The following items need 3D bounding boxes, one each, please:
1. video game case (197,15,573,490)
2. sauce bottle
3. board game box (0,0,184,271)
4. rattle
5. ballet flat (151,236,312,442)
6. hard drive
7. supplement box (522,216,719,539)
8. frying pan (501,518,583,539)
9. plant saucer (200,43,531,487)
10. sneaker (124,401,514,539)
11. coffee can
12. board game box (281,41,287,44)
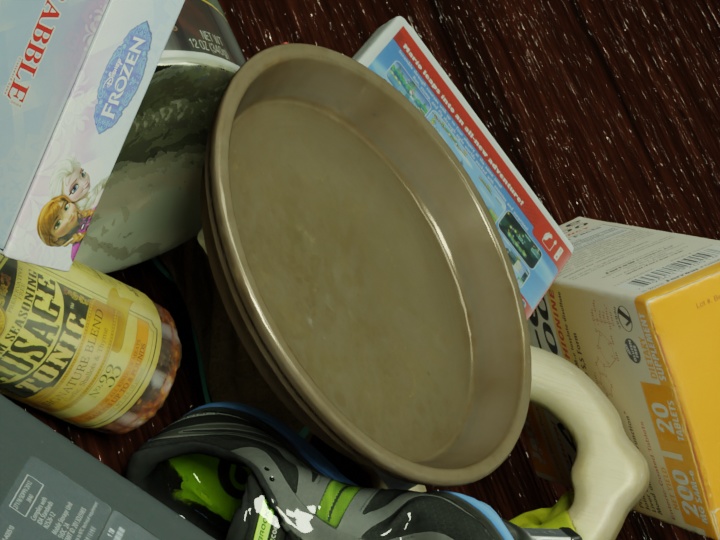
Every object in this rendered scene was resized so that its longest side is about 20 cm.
[{"bbox_3d":[0.017,-0.012,1.289,0.143,0.017,0.200,53,38,-12],"label":"video game case"},{"bbox_3d":[-0.160,0.010,1.166,0.200,0.066,0.066,25,33,-43],"label":"sauce bottle"},{"bbox_3d":[-0.152,-0.128,1.117,0.199,0.200,0.041,28,7,34],"label":"board game box"},{"bbox_3d":[0.047,0.081,1.432,0.200,0.130,0.143,32,9,16],"label":"rattle"},{"bbox_3d":[-0.058,-0.001,1.359,0.068,0.072,0.200,27,32,-49],"label":"ballet flat"},{"bbox_3d":[-0.135,0.096,1.059,0.200,0.033,0.140,35,24,-5],"label":"hard drive"},{"bbox_3d":[0.141,0.050,1.436,0.200,0.073,0.126,12,-57,68],"label":"supplement box"},{"bbox_3d":[0.071,0.133,1.294,0.115,0.190,0.031,-79,169,-75],"label":"frying pan"},{"bbox_3d":[0.000,0.000,1.212,0.200,0.029,0.200,35,41,-38],"label":"plant saucer"},{"bbox_3d":[-0.016,0.115,1.200,0.199,0.071,0.083,23,24,31],"label":"sneaker"},{"bbox_3d":[-0.140,-0.117,1.287,0.146,0.146,0.200,20,38,-51],"label":"coffee can"},{"bbox_3d":[-0.002,-0.015,1.529,0.200,0.040,0.153,47,22,-9],"label":"board game box"}]
